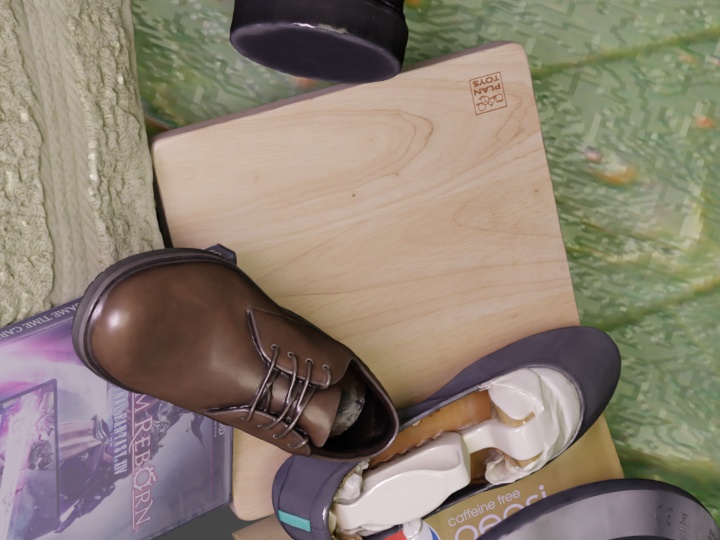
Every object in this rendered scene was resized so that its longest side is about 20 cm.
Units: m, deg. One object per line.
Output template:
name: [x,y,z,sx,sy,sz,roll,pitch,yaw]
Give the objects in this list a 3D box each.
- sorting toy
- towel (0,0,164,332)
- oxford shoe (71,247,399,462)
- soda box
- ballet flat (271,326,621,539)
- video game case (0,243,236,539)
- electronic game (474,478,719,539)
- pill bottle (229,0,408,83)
sorting toy: [0.000,0.000,1.288,0.199,0.070,0.199,-16,105,-16]
towel: [-0.153,-0.068,1.159,0.148,0.036,0.201,-1,81,-49]
oxford shoe: [-0.049,0.042,1.153,0.200,0.084,0.073,20,97,-48]
soda box: [0.040,0.133,1.320,0.200,0.068,0.064,-23,102,-14]
ballet flat: [0.053,0.089,1.249,0.200,0.073,0.073,-23,103,-14]
video game case: [-0.138,0.081,1.158,0.200,0.019,0.143,-22,127,-38]
electronic game: [0.105,0.188,1.320,0.199,0.042,0.200,-17,133,-19]
pill bottle: [-0.005,-0.199,1.220,0.112,0.112,0.201,14,77,-18]
